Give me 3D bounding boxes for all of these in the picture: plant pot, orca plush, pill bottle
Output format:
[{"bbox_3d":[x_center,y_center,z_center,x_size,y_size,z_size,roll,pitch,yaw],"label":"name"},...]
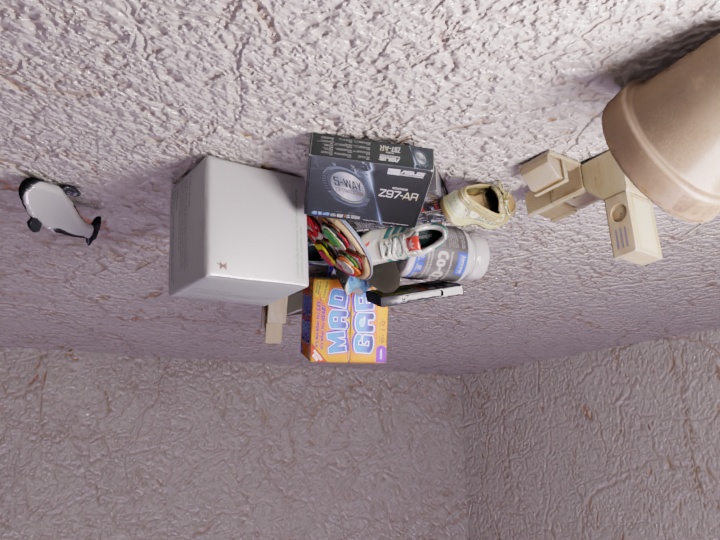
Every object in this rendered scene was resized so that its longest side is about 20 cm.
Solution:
[{"bbox_3d":[0.424,-0.190,0.828,0.195,0.205,0.175,6,146,-26],"label":"plant pot"},{"bbox_3d":[-0.552,-0.122,1.242,0.071,0.106,0.199,41,-172,24],"label":"orca plush"},{"bbox_3d":[0.169,-0.036,1.455,0.194,0.117,0.113,5,164,-23],"label":"pill bottle"}]

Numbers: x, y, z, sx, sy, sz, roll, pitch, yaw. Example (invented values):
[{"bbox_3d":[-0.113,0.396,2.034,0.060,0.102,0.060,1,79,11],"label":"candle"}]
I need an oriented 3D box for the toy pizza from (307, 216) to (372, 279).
[{"bbox_3d":[-0.055,-0.053,1.302,0.199,0.032,0.202,40,160,18],"label":"toy pizza"}]

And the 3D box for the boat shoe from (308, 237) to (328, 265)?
[{"bbox_3d":[-0.081,-0.035,1.492,0.194,0.075,0.062,6,-152,-15],"label":"boat shoe"}]

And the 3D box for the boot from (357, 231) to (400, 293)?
[{"bbox_3d":[0.008,-0.037,1.399,0.200,0.074,0.075,47,177,-18],"label":"boot"}]

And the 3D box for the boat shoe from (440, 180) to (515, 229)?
[{"bbox_3d":[0.224,-0.118,1.211,0.197,0.075,0.062,-11,161,-45],"label":"boat shoe"}]

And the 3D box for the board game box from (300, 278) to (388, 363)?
[{"bbox_3d":[-0.046,0.125,1.775,0.193,0.207,0.200,2,179,-12],"label":"board game box"}]

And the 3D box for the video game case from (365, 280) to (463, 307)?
[{"bbox_3d":[0.112,0.050,1.487,0.175,0.026,0.200,-8,-177,-8],"label":"video game case"}]

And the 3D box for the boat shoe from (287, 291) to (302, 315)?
[{"bbox_3d":[-0.181,0.096,1.989,0.197,0.074,0.060,-13,157,24],"label":"boat shoe"}]

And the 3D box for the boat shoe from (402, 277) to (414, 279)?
[{"bbox_3d":[0.122,-0.013,1.568,0.065,0.077,0.197,-25,168,37],"label":"boat shoe"}]

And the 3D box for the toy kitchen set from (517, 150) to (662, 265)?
[{"bbox_3d":[0.359,-0.090,1.144,0.160,0.186,0.198,11,157,-35],"label":"toy kitchen set"}]

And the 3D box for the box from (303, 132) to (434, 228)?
[{"bbox_3d":[0.009,-0.141,1.099,0.194,0.045,0.161,7,150,-5],"label":"box"}]

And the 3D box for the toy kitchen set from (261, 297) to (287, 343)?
[{"bbox_3d":[-0.271,0.043,1.636,0.175,0.205,0.164,1,-153,-13],"label":"toy kitchen set"}]

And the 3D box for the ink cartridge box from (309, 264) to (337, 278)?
[{"bbox_3d":[-0.022,-0.021,1.641,0.193,0.045,0.197,0,165,-9],"label":"ink cartridge box"}]

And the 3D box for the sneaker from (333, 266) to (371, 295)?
[{"bbox_3d":[0.000,0.000,1.481,0.088,0.080,0.200,-28,172,12],"label":"sneaker"}]

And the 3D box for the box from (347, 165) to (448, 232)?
[{"bbox_3d":[0.058,-0.126,1.246,0.194,0.051,0.158,-6,163,17],"label":"box"}]

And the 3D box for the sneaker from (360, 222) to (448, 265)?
[{"bbox_3d":[0.078,-0.056,1.316,0.194,0.073,0.093,-13,-173,-4],"label":"sneaker"}]

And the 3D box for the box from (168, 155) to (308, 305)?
[{"bbox_3d":[-0.212,-0.059,1.181,0.196,0.206,0.170,7,163,-35],"label":"box"}]
